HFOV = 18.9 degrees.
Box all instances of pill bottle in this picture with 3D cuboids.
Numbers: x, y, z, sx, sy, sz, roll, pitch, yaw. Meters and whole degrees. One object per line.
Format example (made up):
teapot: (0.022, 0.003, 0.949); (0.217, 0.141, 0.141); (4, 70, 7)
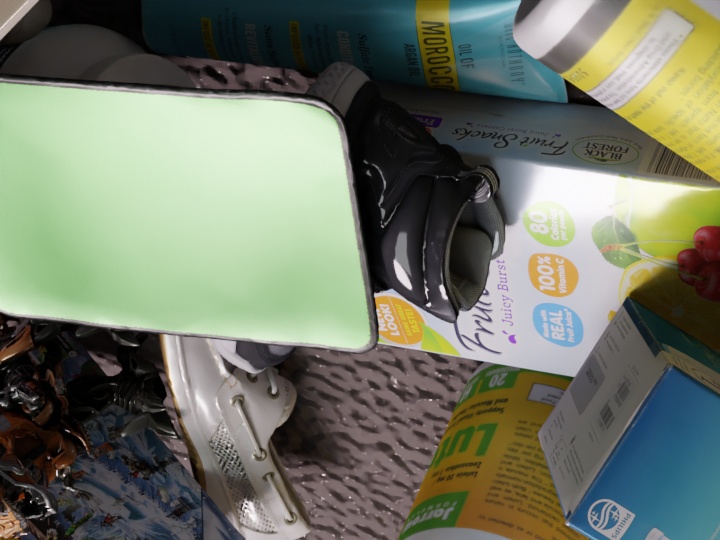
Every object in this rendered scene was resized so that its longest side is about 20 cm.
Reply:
pill bottle: (0.077, 0.146, 1.121); (0.111, 0.200, 0.111); (15, 137, 14)
pill bottle: (-0.165, -0.062, 1.074); (0.200, 0.113, 0.113); (1, 135, 48)
pill bottle: (0.173, -0.088, 0.896); (0.200, 0.114, 0.114); (33, 139, -6)

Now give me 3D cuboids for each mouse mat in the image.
mouse mat: (-0.094, -0.025, 0.980); (0.199, 0.008, 0.161); (5, 137, 13)

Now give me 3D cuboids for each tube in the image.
tube: (-0.002, -0.116, 1.018); (0.199, 0.051, 0.078); (9, 156, 15)

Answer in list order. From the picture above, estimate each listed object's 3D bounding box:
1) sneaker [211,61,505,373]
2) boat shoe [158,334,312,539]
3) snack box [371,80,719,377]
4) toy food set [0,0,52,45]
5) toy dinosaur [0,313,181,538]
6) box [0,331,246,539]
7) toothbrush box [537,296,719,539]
sneaker: (0.000, 0.000, 1.029); (0.114, 0.076, 0.200); (29, 138, 7)
boat shoe: (-0.071, 0.073, 1.236); (0.069, 0.071, 0.201); (-14, 120, -1)
snack box: (0.092, -0.014, 1.061); (0.199, 0.053, 0.143); (10, 134, 21)
toy food set: (-0.143, -0.177, 0.956); (0.200, 0.060, 0.144); (-38, 65, 36)
toy dinosaur: (-0.182, 0.059, 1.186); (0.135, 0.201, 0.102); (-20, 148, -1)
box: (-0.177, 0.125, 1.222); (0.200, 0.137, 0.040); (46, 147, 29)
toothbrush box: (0.188, 0.110, 0.973); (0.200, 0.146, 0.085); (33, 99, -5)
